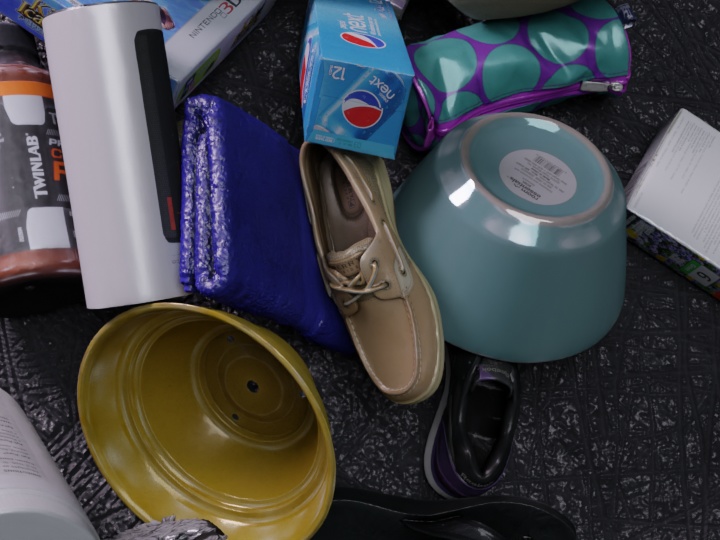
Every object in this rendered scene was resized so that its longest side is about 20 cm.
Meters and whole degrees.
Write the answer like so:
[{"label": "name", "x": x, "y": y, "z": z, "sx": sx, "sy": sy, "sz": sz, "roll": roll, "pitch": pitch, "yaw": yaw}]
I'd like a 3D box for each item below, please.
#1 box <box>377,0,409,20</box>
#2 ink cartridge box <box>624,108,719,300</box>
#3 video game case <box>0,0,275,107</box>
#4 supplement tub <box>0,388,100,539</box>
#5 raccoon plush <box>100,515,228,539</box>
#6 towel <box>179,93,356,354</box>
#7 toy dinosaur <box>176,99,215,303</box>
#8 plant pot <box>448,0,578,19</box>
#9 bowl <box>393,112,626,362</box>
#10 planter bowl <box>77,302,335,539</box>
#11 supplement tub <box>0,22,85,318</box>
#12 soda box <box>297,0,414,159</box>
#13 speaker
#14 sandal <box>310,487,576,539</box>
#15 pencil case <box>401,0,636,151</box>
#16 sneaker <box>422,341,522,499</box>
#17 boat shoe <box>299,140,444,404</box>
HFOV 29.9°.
[{"label": "box", "x": -0.051, "y": -0.261, "z": 1.104, "sx": 0.200, "sy": 0.039, "sz": 0.042, "roll": 26, "pitch": 67, "yaw": -3}, {"label": "ink cartridge box", "x": 0.314, "y": -0.031, "z": 1.106, "sx": 0.200, "sy": 0.050, "sz": 0.109, "roll": 33, "pitch": 69, "yaw": -2}, {"label": "video game case", "x": -0.182, "y": -0.226, "z": 1.024, "sx": 0.200, "sy": 0.045, "sz": 0.181, "roll": 34, "pitch": 43, "yaw": -1}, {"label": "supplement tub", "x": -0.245, "y": 0.158, "z": 0.837, "sx": 0.132, "sy": 0.200, "sz": 0.132, "roll": -10, "pitch": 113, "yaw": -24}, {"label": "raccoon plush", "x": -0.151, "y": 0.247, "z": 0.924, "sx": 0.199, "sy": 0.097, "sz": 0.134, "roll": -3, "pitch": 105, "yaw": 27}, {"label": "towel", "x": -0.064, "y": -0.027, "z": 0.961, "sx": 0.049, "sy": 0.200, "sz": 0.148, "roll": -15, "pitch": 69, "yaw": 24}, {"label": "toy dinosaur", "x": -0.137, "y": -0.077, "z": 1.012, "sx": 0.200, "sy": 0.077, "sz": 0.102, "roll": 40, "pitch": 63, "yaw": -1}, {"label": "plant pot", "x": 0.110, "y": -0.273, "z": 1.043, "sx": 0.134, "sy": 0.200, "sz": 0.200, "roll": -41, "pitch": 84, "yaw": 22}, {"label": "bowl", "x": 0.117, "y": -0.042, "z": 1.001, "sx": 0.200, "sy": 0.105, "sz": 0.201, "roll": 7, "pitch": 46, "yaw": -8}, {"label": "planter bowl", "x": -0.091, "y": 0.098, "z": 0.941, "sx": 0.200, "sy": 0.200, "sz": 0.083, "roll": 42, "pitch": 34, "yaw": 3}, {"label": "supplement tub", "x": -0.253, "y": -0.074, "z": 0.969, "sx": 0.107, "sy": 0.107, "sz": 0.201, "roll": -10, "pitch": 76, "yaw": -15}, {"label": "soda box", "x": -0.007, "y": -0.152, "z": 1.002, "sx": 0.068, "sy": 0.200, "sz": 0.064, "roll": 10, "pitch": 114, "yaw": -9}, {"label": "speaker", "x": -0.161, "y": -0.075, "z": 0.910, "sx": 0.081, "sy": 0.081, "sz": 0.201, "roll": -9, "pitch": 93, "yaw": -14}, {"label": "sandal", "x": 0.056, "y": 0.201, "z": 0.967, "sx": 0.200, "sy": 0.076, "sz": 0.048, "roll": 4, "pitch": 31, "yaw": -4}, {"label": "pencil case", "x": 0.122, "y": -0.159, "z": 1.085, "sx": 0.199, "sy": 0.085, "sz": 0.093, "roll": -18, "pitch": 55, "yaw": -16}, {"label": "sneaker", "x": 0.099, "y": 0.069, "z": 1.009, "sx": 0.075, "sy": 0.088, "sz": 0.201, "roll": 9, "pitch": 72, "yaw": -9}, {"label": "boat shoe", "x": 0.000, "y": 0.000, "z": 0.952, "sx": 0.071, "sy": 0.064, "sz": 0.201, "roll": -26, "pitch": 76, "yaw": 26}]
